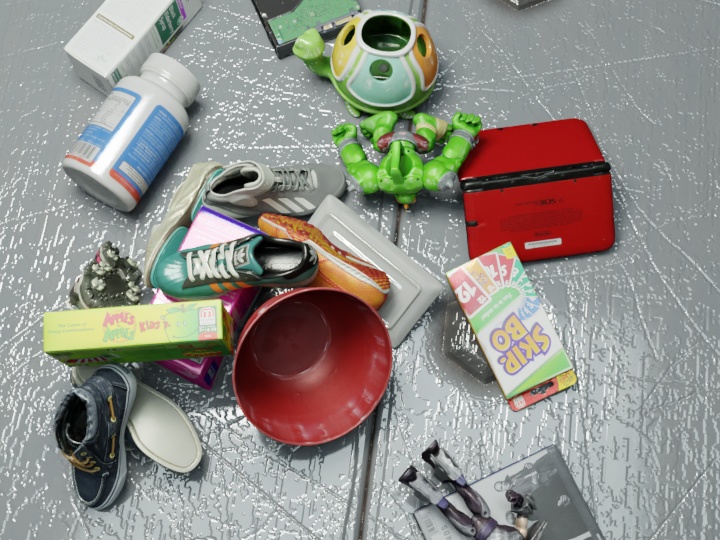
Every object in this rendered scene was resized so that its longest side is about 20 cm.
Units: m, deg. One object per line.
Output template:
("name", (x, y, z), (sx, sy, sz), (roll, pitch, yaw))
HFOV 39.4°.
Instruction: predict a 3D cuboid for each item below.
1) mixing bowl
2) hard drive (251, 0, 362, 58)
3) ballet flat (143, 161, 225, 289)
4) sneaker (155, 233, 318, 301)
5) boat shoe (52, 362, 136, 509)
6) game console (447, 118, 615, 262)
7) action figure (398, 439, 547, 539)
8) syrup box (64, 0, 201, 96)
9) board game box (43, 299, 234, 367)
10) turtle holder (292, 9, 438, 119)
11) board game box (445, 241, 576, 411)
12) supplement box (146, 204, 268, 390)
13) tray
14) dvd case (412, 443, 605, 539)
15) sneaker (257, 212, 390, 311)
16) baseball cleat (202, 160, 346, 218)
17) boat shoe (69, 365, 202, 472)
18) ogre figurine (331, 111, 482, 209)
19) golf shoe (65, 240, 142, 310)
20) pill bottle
("mixing bowl", (-0.071, 0.101, 1.239), (0.200, 0.108, 0.201), (-6, 109, -19))
("hard drive", (-0.096, -0.421, 1.471), (0.139, 0.038, 0.200), (-24, 72, -7))
("ballet flat", (-0.242, -0.060, 1.349), (0.062, 0.067, 0.200), (16, 66, 35))
("sneaker", (-0.150, -0.011, 1.205), (0.199, 0.080, 0.072), (-7, 73, -3))
("boat shoe", (-0.324, 0.209, 1.186), (0.071, 0.091, 0.201), (20, 112, 17))
("game console", (0.231, -0.108, 1.376), (0.199, 0.119, 0.173), (-8, 103, -2))
("action figure", (0.136, 0.296, 1.192), (0.200, 0.069, 0.130), (43, 68, 9))
("syrup box", (-0.318, -0.346, 1.425), (0.081, 0.079, 0.200), (34, 75, 11))
("board game box", (-0.253, 0.074, 1.167), (0.199, 0.102, 0.048), (-4, 76, -1))
("turtle holder", (0.017, -0.300, 1.380), (0.185, 0.132, 0.141), (33, 75, 10))
("board game box", (0.195, 0.073, 1.299), (0.095, 0.030, 0.200), (-26, 80, 1))
("supplement box", (-0.198, 0.037, 1.286), (0.103, 0.101, 0.200), (24, 74, 7))
("tray", (0.000, 0.000, 1.318), (0.200, 0.022, 0.107), (40, 101, 12))
("dvd case", (0.185, 0.322, 1.230), (0.200, 0.025, 0.151), (-24, 73, -7))
("sneaker", (-0.058, -0.006, 1.288), (0.200, 0.073, 0.077), (36, 110, 16))
("baseball cleat", (-0.105, -0.109, 1.317), (0.199, 0.106, 0.070), (-14, 78, -17))
("boat shoe", (-0.282, 0.183, 1.256), (0.200, 0.062, 0.075), (36, 57, 3))
("ogre figurine", (0.055, -0.154, 1.344), (0.199, 0.098, 0.120), (10, 57, -2))
("golf shoe", (-0.323, 0.032, 1.250), (0.077, 0.200, 0.088), (41, 95, -13))
("pill bottle", (-0.301, -0.189, 1.356), (0.112, 0.112, 0.200), (29, 74, 9))
